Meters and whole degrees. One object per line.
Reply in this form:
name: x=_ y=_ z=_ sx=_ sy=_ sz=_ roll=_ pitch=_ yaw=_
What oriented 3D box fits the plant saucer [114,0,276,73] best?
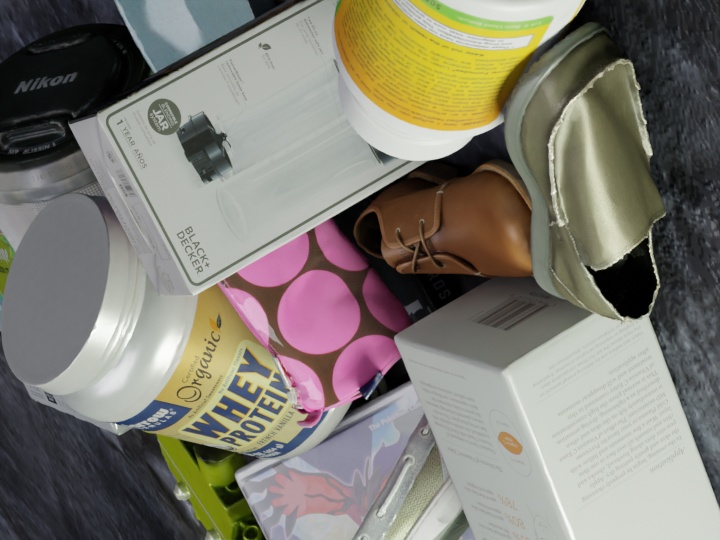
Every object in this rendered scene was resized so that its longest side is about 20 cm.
plant saucer: x=-0.095 y=-0.167 z=1.520 sx=0.201 sy=0.039 sz=0.201 roll=46 pitch=154 yaw=30

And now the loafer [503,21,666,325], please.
loafer: x=0.124 y=-0.045 z=1.257 sx=0.070 sy=0.075 sz=0.200 roll=39 pitch=160 yaw=31

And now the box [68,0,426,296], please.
box: x=-0.047 y=-0.081 z=1.399 sx=0.117 sy=0.200 sz=0.060 roll=62 pitch=160 yaw=-10

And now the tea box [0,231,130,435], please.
tea box: x=-0.211 y=0.002 z=1.952 sx=0.200 sy=0.134 sz=0.197 roll=9 pitch=126 yaw=63

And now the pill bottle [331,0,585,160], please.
pill bottle: x=0.047 y=-0.133 z=1.246 sx=0.111 sy=0.111 sz=0.200 roll=55 pitch=158 yaw=12

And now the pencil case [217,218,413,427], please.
pencil case: x=-0.055 y=-0.008 z=1.483 sx=0.200 sy=0.094 sz=0.091 roll=52 pitch=169 yaw=-4

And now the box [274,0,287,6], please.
box: x=-0.080 y=-0.175 z=1.576 sx=0.200 sy=0.036 sz=0.144 roll=28 pitch=142 yaw=51

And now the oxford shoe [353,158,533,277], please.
oxford shoe: x=0.053 y=-0.019 z=1.415 sx=0.071 sy=0.071 sz=0.200 roll=66 pitch=162 yaw=-10

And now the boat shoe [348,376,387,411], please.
boat shoe: x=-0.042 y=0.068 z=1.703 sx=0.200 sy=0.062 sz=0.075 roll=1 pitch=118 yaw=64

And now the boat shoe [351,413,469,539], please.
boat shoe: x=0.010 y=0.174 z=1.568 sx=0.065 sy=0.074 sz=0.202 roll=44 pitch=113 yaw=13

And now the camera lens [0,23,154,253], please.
camera lens: x=-0.173 y=-0.058 z=1.730 sx=0.160 sy=0.160 sz=0.200 roll=34 pitch=159 yaw=48

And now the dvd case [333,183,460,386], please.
dvd case: x=0.000 y=0.000 z=1.636 sx=0.150 sy=0.025 sz=0.200 roll=59 pitch=159 yaw=2

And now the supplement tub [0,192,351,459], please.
supplement tub: x=-0.110 y=0.034 z=1.573 sx=0.144 sy=0.200 sz=0.145 roll=-24 pitch=59 yaw=46

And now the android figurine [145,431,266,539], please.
android figurine: x=-0.107 y=0.145 z=1.762 sx=0.182 sy=0.041 sz=0.200 roll=53 pitch=164 yaw=26

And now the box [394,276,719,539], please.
box: x=0.120 y=0.110 z=1.415 sx=0.124 sy=0.097 sz=0.200 roll=15 pitch=130 yaw=60

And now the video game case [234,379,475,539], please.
video game case: x=0.035 y=0.171 z=1.607 sx=0.200 sy=0.023 sz=0.182 roll=-29 pitch=87 yaw=30
